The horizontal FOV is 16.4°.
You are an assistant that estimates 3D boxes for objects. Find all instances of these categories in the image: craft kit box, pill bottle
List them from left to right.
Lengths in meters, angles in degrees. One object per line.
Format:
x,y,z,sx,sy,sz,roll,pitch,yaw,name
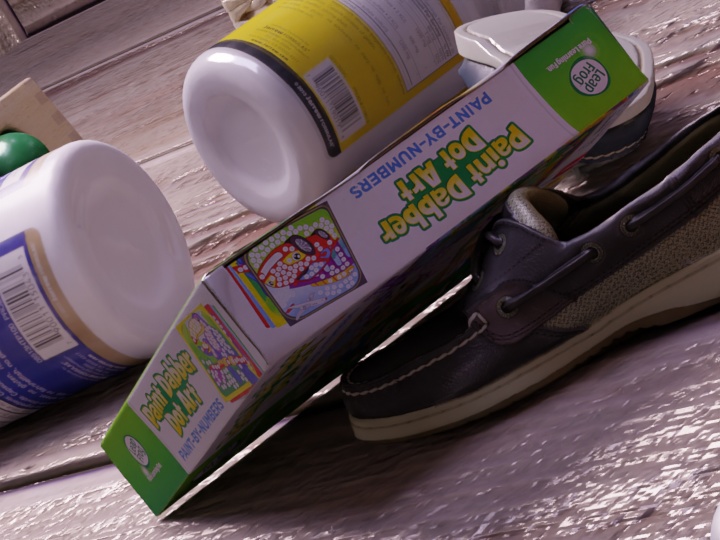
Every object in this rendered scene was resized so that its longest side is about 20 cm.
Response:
-0.199,0.022,1.325,0.199,0.120,0.120,-24,14,27,pill bottle
0.000,0.000,0.982,0.197,0.049,0.200,-34,-8,-25,craft kit box
0.002,-0.121,1.434,0.200,0.112,0.112,-38,15,-32,pill bottle

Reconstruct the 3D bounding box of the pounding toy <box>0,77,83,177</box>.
-0.234,-0.007,1.554,0.200,0.142,0.184,-36,8,29,pounding toy

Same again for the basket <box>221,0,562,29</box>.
0.015,-0.206,1.628,0.199,0.161,0.198,-26,12,12,basket

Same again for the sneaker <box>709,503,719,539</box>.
0.131,0.028,0.547,0.076,0.116,0.200,-37,14,-26,sneaker

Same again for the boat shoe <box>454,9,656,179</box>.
0.090,-0.075,1.158,0.074,0.062,0.200,-17,18,-13,boat shoe

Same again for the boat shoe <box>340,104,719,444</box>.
0.074,-0.003,0.913,0.200,0.066,0.072,-26,13,19,boat shoe
